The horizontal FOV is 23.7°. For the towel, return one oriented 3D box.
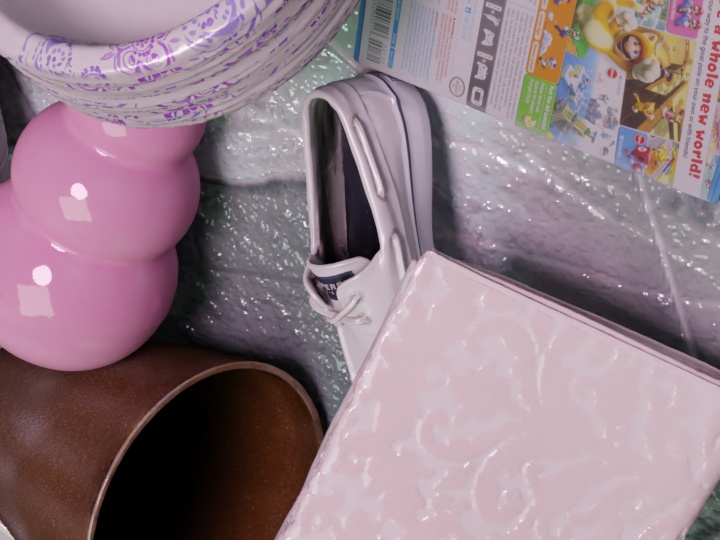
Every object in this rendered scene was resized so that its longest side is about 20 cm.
[{"bbox_3d":[0.074,0.109,0.870,0.191,0.032,0.200,25,106,-6],"label":"towel"}]

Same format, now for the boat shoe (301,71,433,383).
[{"bbox_3d":[0.000,0.000,0.885,0.073,0.065,0.201,-3,97,47],"label":"boat shoe"}]

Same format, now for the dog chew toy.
[{"bbox_3d":[-0.148,-0.041,0.965,0.124,0.125,0.200,32,119,9],"label":"dog chew toy"}]

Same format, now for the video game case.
[{"bbox_3d":[0.094,-0.126,0.807,0.200,0.018,0.143,24,132,17],"label":"video game case"}]

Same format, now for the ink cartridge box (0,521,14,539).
[{"bbox_3d":[-0.197,0.236,1.230,0.200,0.086,0.148,40,136,4],"label":"ink cartridge box"}]

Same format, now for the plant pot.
[{"bbox_3d":[-0.156,0.117,1.067,0.200,0.187,0.187,20,133,40],"label":"plant pot"}]

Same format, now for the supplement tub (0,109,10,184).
[{"bbox_3d":[-0.280,-0.127,0.979,0.132,0.132,0.200,13,129,26],"label":"supplement tub"}]

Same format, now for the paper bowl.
[{"bbox_3d":[-0.084,-0.161,0.792,0.200,0.201,0.104,15,169,24],"label":"paper bowl"}]
